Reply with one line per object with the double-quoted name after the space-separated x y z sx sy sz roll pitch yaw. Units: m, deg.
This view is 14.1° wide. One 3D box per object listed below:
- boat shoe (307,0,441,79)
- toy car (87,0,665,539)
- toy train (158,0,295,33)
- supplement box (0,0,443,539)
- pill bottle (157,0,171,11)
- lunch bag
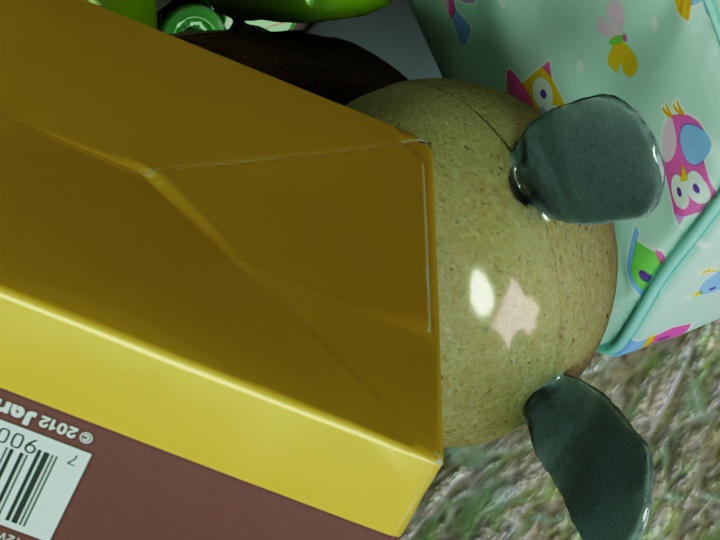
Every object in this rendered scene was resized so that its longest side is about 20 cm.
0.045 -0.091 1.035 0.200 0.071 0.070 -54 141 -2 "boat shoe"
0.000 0.000 0.732 0.157 0.200 0.165 -15 112 -37 "toy car"
-0.038 -0.040 0.974 0.056 0.042 0.201 -16 117 -15 "toy train"
-0.111 0.047 0.631 0.197 0.133 0.200 22 118 -12 "supplement box"
-0.113 -0.158 0.774 0.114 0.114 0.200 -38 142 -12 "pill bottle"
0.077 -0.087 0.770 0.077 0.201 0.160 -13 159 -24 "lunch bag"
